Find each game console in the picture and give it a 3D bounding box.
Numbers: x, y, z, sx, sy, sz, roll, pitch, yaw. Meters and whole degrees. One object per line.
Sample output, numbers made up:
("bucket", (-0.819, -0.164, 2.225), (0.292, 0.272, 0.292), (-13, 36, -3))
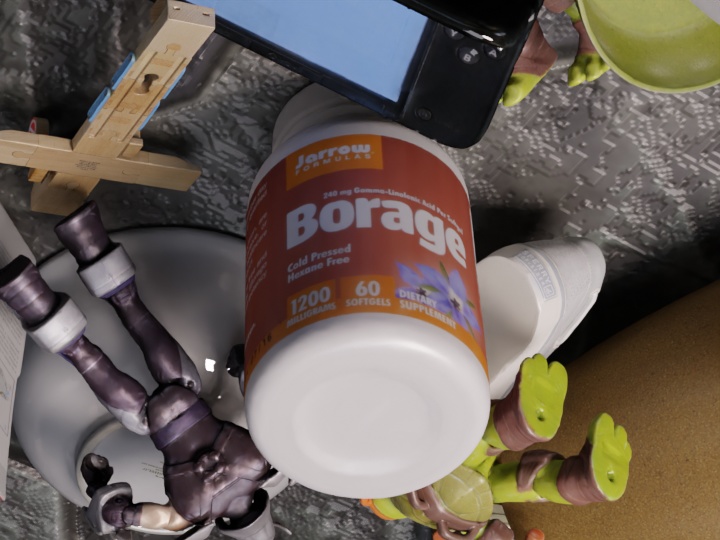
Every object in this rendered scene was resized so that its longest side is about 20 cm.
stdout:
("game console", (-0.032, -0.117, 0.906), (0.199, 0.117, 0.176), (27, 142, 3))

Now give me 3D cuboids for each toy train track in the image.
("toy train track", (-0.118, -0.083, 1.023), (0.114, 0.033, 0.200), (8, 154, -25))

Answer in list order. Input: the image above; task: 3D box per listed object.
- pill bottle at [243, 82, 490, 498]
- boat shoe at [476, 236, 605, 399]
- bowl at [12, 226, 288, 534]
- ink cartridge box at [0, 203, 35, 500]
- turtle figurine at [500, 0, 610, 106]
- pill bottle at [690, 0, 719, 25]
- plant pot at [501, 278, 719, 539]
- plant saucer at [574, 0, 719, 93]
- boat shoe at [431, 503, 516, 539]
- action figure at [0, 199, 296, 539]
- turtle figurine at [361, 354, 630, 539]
("pill bottle", (0.000, 0.000, 1.014), (0.111, 0.201, 0.113), (-2, 133, -2))
("boat shoe", (0.066, 0.041, 1.146), (0.068, 0.072, 0.200), (-19, 155, -34))
("bowl", (-0.104, 0.080, 1.159), (0.199, 0.091, 0.202), (-1, 133, -1))
("ink cartridge box", (-0.220, -0.010, 1.013), (0.043, 0.174, 0.201), (-15, 132, 13))
("turtle figurine", (0.048, -0.155, 0.965), (0.199, 0.065, 0.162), (-19, 117, 31))
("pill bottle", (0.219, -0.178, 0.859), (0.119, 0.120, 0.201), (31, 93, -27))
("plant pot", (0.181, 0.097, 1.144), (0.199, 0.187, 0.187), (-17, 133, 30))
("plant saucer", (0.155, -0.175, 0.914), (0.199, 0.031, 0.201), (-24, 130, -32))
("boat shoe", (0.141, 0.194, 1.283), (0.201, 0.075, 0.075), (6, 132, -8))
("action figure", (-0.099, 0.063, 1.063), (0.130, 0.069, 0.201), (-38, 99, -17))
("turtle figurine", (0.046, 0.095, 1.080), (0.161, 0.064, 0.200), (-25, 107, 45))
